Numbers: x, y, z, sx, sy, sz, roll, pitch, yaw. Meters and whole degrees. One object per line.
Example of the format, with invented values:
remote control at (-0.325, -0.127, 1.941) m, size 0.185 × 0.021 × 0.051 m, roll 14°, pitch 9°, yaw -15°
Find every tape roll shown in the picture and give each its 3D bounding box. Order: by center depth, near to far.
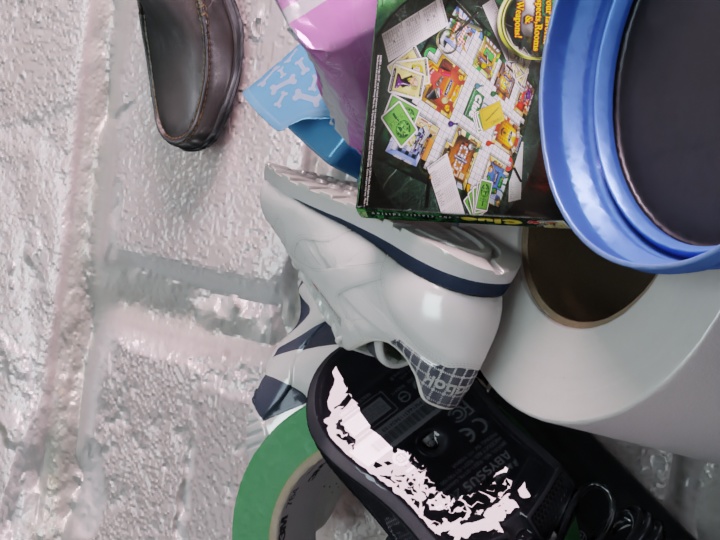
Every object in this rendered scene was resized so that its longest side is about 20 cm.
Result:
tape roll at (0.163, -0.011, 0.943) m, size 0.202 × 0.139 × 0.203 m, roll -25°, pitch 58°, yaw 47°
tape roll at (0.024, 0.160, 1.071) m, size 0.200 × 0.048 × 0.201 m, roll 5°, pitch 101°, yaw 28°

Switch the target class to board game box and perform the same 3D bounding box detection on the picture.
board game box at (0.059, -0.120, 0.933) m, size 0.104 × 0.023 × 0.201 m, roll 3°, pitch 75°, yaw 10°

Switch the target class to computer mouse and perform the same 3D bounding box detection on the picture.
computer mouse at (0.046, 0.115, 0.966) m, size 0.138 × 0.053 × 0.200 m, roll -32°, pitch 56°, yaw -13°

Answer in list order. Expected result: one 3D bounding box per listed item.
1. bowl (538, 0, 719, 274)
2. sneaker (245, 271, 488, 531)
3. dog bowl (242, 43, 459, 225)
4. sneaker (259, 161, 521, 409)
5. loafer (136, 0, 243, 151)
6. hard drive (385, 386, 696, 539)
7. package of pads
bowl at (0.151, -0.095, 0.823) m, size 0.200 × 0.039 × 0.201 m, roll -27°, pitch 58°, yaw 53°
sneaker at (0.011, 0.076, 1.129) m, size 0.129 × 0.079 × 0.200 m, roll 20°, pitch 92°, yaw 45°
dog bowl at (0.018, -0.064, 1.114) m, size 0.200 × 0.111 × 0.050 m, roll 43°, pitch 100°, yaw 30°
sneaker at (0.000, 0.000, 0.983) m, size 0.200 × 0.076 × 0.081 m, roll 34°, pitch 115°, yaw 55°
loafer at (-0.122, -0.178, 1.241) m, size 0.073 × 0.072 × 0.201 m, roll -3°, pitch 88°, yaw 36°
hard drive at (0.115, 0.174, 1.077) m, size 0.200 × 0.033 × 0.140 m, roll 46°, pitch 116°, yaw 29°
package of pads at (0.056, -0.155, 1.020) m, size 0.200 × 0.121 × 0.076 m, roll -32°, pitch 65°, yaw -2°
